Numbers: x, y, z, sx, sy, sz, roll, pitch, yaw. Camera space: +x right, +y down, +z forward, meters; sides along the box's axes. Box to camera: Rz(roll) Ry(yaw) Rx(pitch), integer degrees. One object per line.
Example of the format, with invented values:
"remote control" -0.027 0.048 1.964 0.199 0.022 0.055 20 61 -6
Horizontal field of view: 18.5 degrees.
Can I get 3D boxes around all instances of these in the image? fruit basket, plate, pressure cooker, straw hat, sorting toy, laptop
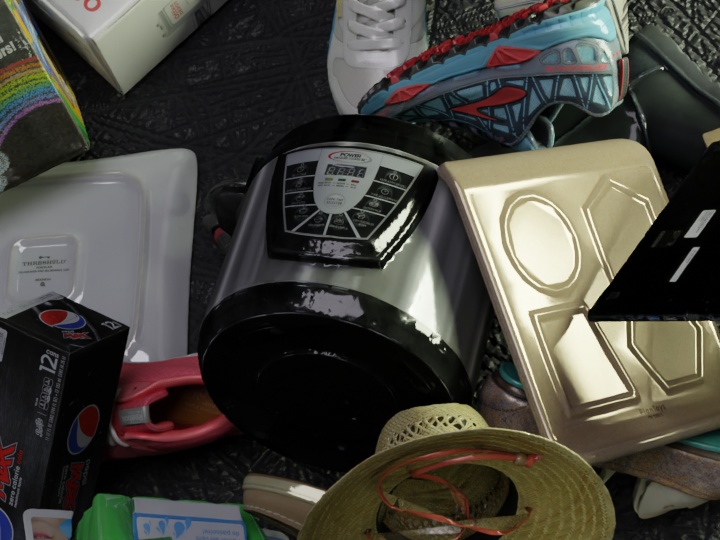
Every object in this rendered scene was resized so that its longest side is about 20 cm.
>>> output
"fruit basket" -0.103 0.228 1.320 0.184 0.094 0.200 8 40 -26
"plate" -0.216 0.006 1.529 0.198 0.032 0.201 -4 65 10
"pressure cooker" -0.001 0.002 1.367 0.178 0.176 0.201 -29 33 43
"straw hat" 0.047 0.124 1.271 0.200 0.201 0.085 -17 48 4
"sorting toy" 0.142 0.017 1.341 0.036 0.185 0.201 -36 72 43
"laptop" 0.270 0.008 1.302 0.199 0.104 0.177 -2 37 42

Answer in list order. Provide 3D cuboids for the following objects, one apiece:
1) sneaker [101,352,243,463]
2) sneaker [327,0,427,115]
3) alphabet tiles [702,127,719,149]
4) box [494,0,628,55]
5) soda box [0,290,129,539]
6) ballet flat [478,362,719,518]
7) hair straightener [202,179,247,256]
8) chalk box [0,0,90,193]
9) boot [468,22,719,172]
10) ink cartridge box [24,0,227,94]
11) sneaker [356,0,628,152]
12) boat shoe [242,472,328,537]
"sneaker" -0.151 0.088 1.431 0.199 0.087 0.074 -12 90 7
"sneaker" 0.011 -0.189 1.543 0.076 0.081 0.201 -1 66 10
"alphabet tiles" 0.290 -0.023 1.354 0.166 0.008 0.201 -20 56 3
"box" 0.138 -0.234 1.515 0.082 0.068 0.201 -9 50 16
"soda box" -0.206 0.120 1.388 0.063 0.071 0.201 23 113 22
"ballet flat" 0.165 0.114 1.366 0.199 0.068 0.068 17 105 -1
"hair straightener" -0.045 0.011 1.489 0.077 0.041 0.200 -16 54 -30
"chalk box" -0.289 -0.159 1.513 0.124 0.201 0.124 -27 29 -2
"boot" 0.159 -0.052 1.450 0.200 0.066 0.165 -35 54 -8
"ink cartridge box" -0.157 -0.251 1.610 0.200 0.083 0.146 -43 64 -10
"sneaker" 0.084 -0.107 1.427 0.199 0.079 0.096 -18 100 40
"boat shoe" 0.011 0.186 1.349 0.199 0.072 0.065 26 82 -1
